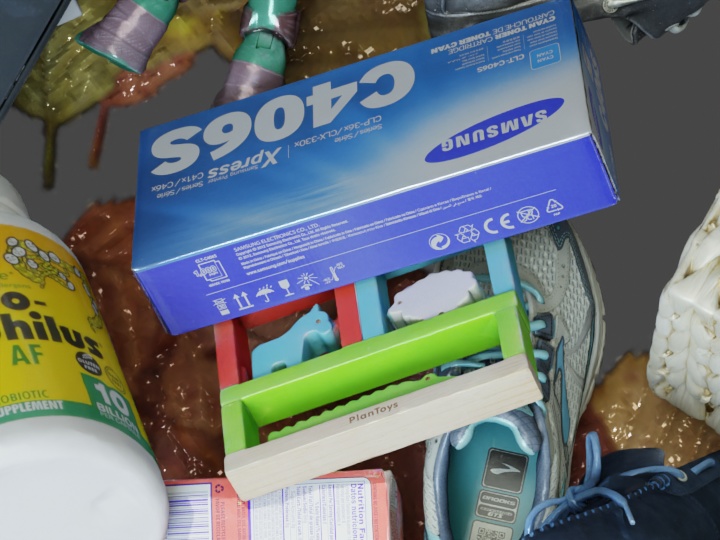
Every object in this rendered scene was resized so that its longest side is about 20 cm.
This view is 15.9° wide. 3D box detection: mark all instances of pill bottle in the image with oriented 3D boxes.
[{"bbox_3d":[-0.156,0.046,1.064,0.113,0.113,0.200,-26,44,0],"label":"pill bottle"}]

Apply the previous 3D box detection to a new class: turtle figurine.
[{"bbox_3d":[-0.039,-0.169,1.143,0.150,0.101,0.200,27,89,14],"label":"turtle figurine"}]

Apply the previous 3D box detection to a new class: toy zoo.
[{"bbox_3d":[0.000,0.000,1.086,0.131,0.020,0.200,-20,40,9],"label":"toy zoo"}]

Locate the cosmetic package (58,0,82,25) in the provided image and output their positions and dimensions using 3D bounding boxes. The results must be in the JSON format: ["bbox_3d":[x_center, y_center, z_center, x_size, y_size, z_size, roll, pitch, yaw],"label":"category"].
[{"bbox_3d":[-0.232,-0.116,1.156,0.200,0.051,0.083,-24,48,0],"label":"cosmetic package"}]

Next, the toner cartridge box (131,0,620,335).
[{"bbox_3d":[0.004,-0.044,1.080,0.200,0.043,0.095,-17,41,12],"label":"toner cartridge box"}]

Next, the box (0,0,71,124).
[{"bbox_3d":[-0.242,-0.103,1.078,0.160,0.200,0.044,-55,34,25],"label":"box"}]

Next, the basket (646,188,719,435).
[{"bbox_3d":[0.212,-0.016,1.052,0.123,0.136,0.200,27,71,13],"label":"basket"}]

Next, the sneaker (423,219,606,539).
[{"bbox_3d":[0.064,0.053,1.088,0.077,0.086,0.200,1,78,6],"label":"sneaker"}]

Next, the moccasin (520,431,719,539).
[{"bbox_3d":[0.107,0.108,1.035,0.080,0.200,0.068,-42,67,25],"label":"moccasin"}]

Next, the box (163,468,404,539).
[{"bbox_3d":[-0.029,0.187,1.063,0.102,0.095,0.200,-4,78,4],"label":"box"}]

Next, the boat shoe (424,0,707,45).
[{"bbox_3d":[0.124,-0.135,1.136,0.200,0.072,0.068,-9,111,-10],"label":"boat shoe"}]
